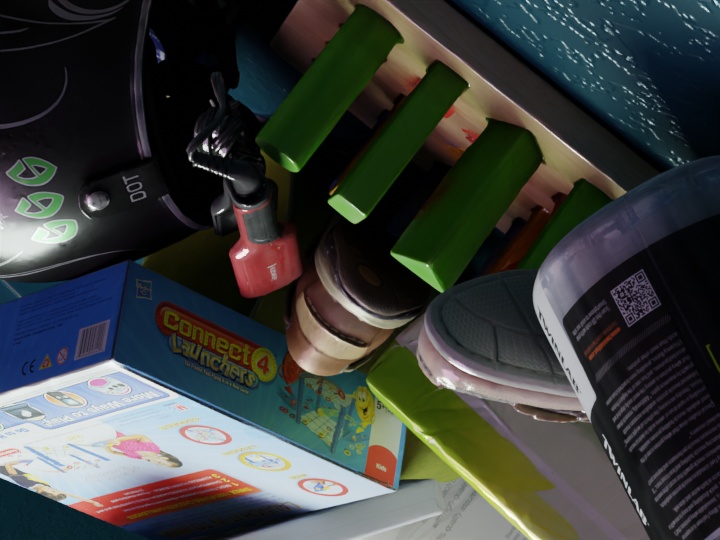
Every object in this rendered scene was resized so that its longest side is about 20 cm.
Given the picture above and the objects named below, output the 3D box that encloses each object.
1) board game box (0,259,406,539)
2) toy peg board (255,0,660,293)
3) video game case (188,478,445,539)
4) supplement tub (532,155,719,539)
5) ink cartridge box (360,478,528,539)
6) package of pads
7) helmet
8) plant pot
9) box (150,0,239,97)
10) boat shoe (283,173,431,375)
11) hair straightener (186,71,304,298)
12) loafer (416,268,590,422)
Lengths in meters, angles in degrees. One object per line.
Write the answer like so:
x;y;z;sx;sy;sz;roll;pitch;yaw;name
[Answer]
-0.112;0.075;1.491;0.195;0.056;0.200;27;150;-36;board game box
0.029;-0.042;1.354;0.200;0.098;0.199;38;168;-3;toy peg board
-0.067;0.154;1.596;0.182;0.199;0.023;161;93;-77;video game case
0.162;0.064;1.139;0.123;0.122;0.201;67;178;-67;supplement tub
0.073;0.151;1.833;0.200;0.147;0.083;37;168;4;ink cartridge box
0.104;0.101;1.413;0.200;0.068;0.154;43;-176;10;package of pads
-0.164;-0.090;1.437;0.190;0.201;0.200;-3;151;21;helmet
-0.014;0.046;1.671;0.200;0.188;0.187;28;173;-25;plant pot
-0.126;-0.144;1.578;0.121;0.032;0.200;36;169;3;box
0.000;0.000;1.477;0.076;0.074;0.200;40;-160;1;boat shoe
-0.064;-0.044;1.319;0.200;0.041;0.077;61;-175;-76;hair straightener
0.108;0.042;1.256;0.072;0.199;0.063;61;141;34;loafer
